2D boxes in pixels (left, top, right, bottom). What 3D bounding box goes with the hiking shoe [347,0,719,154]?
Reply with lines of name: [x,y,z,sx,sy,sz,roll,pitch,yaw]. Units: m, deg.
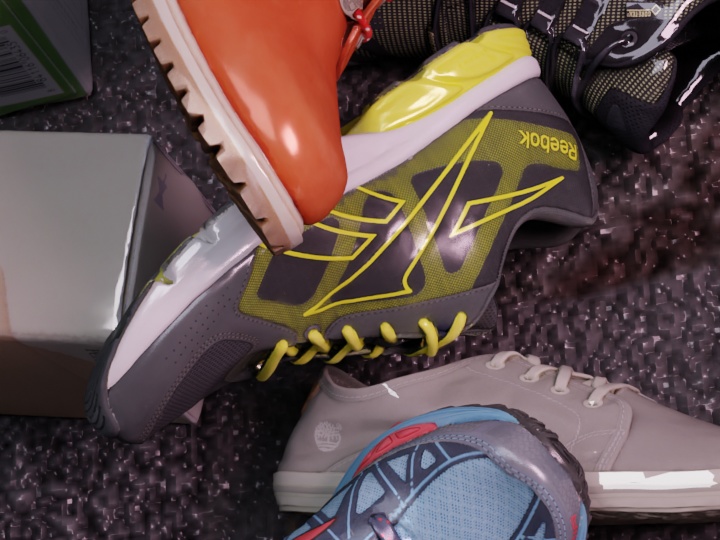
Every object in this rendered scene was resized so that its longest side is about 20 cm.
hiking shoe: [0.074,-0.090,1.031,0.199,0.076,0.101,-10,59,11]

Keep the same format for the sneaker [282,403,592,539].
sneaker: [-0.011,0.119,0.926,0.200,0.096,0.079,-37,95,25]

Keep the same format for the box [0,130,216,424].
box: [-0.156,0.001,1.052,0.199,0.095,0.078,2,69,18]

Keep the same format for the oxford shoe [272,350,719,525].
oxford shoe: [0.065,0.056,0.972,0.199,0.075,0.058,0,80,21]

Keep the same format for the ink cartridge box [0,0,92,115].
ink cartridge box: [-0.148,-0.169,1.116,0.059,0.104,0.201,-10,65,11]

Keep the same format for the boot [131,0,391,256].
boot: [-0.017,-0.096,0.919,0.107,0.075,0.200,-18,51,7]

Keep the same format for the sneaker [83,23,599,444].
sneaker: [0.000,0.000,0.962,0.200,0.074,0.085,-39,88,-19]
